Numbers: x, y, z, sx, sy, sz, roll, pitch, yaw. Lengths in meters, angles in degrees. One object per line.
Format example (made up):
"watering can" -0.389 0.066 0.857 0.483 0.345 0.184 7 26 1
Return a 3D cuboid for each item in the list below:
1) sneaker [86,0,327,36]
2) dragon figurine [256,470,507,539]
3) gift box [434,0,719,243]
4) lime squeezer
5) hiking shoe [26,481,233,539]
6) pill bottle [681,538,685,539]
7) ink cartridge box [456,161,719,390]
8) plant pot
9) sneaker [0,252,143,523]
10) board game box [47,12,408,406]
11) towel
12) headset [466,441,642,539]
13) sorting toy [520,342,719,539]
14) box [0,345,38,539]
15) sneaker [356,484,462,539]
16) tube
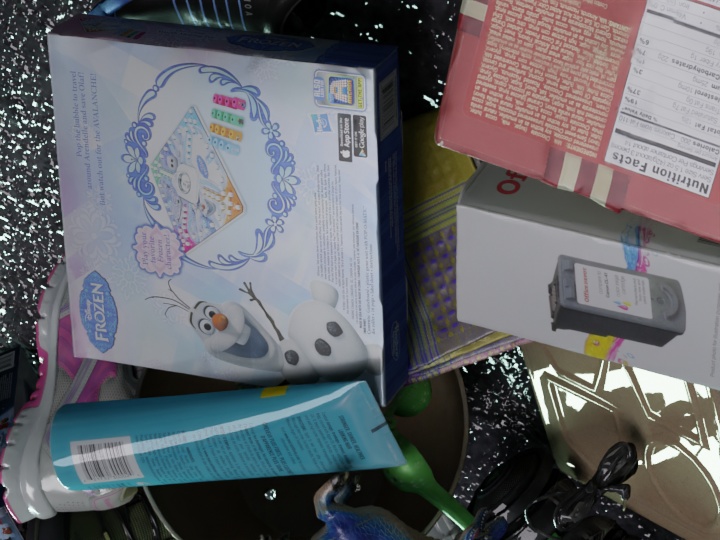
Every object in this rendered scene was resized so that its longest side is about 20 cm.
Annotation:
"sneaker" -0.073 -0.154 1.387 0.200 0.070 0.078 -24 105 41
"dragon figurine" -0.013 0.182 1.396 0.100 0.200 0.059 53 -177 15
"gift box" 0.161 -0.142 1.180 0.184 0.187 0.201 24 116 14
"lime squeezer" 0.043 0.085 1.440 0.070 0.201 0.038 -11 162 7
"hiking shoe" -0.135 0.147 1.598 0.100 0.200 0.076 -11 106 33
"pill bottle" 0.211 0.247 1.467 0.115 0.200 0.116 17 134 18
"ink cartridge box" 0.167 -0.018 1.301 0.199 0.148 0.086 14 128 22
"plant pot" -0.033 0.107 1.527 0.200 0.201 0.135 26 167 9
"sneaker" -0.159 0.068 1.555 0.088 0.201 0.081 7 160 11
"board game box" -0.073 -0.035 1.385 0.198 0.043 0.201 8 115 21
"towel" 0.000 0.000 1.427 0.199 0.023 0.144 -21 84 20
"headset" 0.130 0.152 1.499 0.123 0.094 0.200 42 173 12
"sorting toy" 0.159 0.075 1.430 0.185 0.036 0.201 26 147 50
"box" -0.219 0.160 1.660 0.038 0.200 0.137 -21 118 7
"sneaker" 0.030 0.218 1.613 0.075 0.116 0.200 -22 113 41
"tube" -0.078 0.095 1.412 0.199 0.051 0.078 -5 144 20
